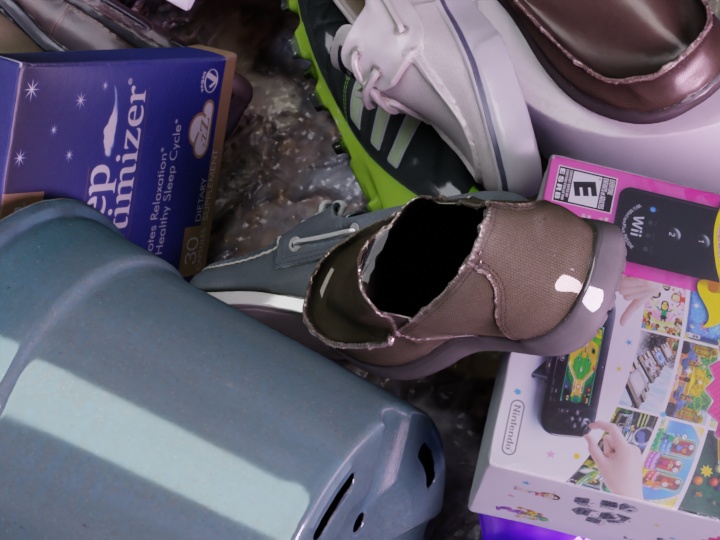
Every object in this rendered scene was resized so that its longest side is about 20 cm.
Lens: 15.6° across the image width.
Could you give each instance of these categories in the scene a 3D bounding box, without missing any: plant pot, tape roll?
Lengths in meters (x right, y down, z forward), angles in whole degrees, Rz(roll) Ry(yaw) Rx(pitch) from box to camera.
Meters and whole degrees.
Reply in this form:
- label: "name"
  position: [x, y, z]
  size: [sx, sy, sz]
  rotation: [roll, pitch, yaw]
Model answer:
- label: "plant pot"
  position: [-0.080, 0.095, 1.148]
  size: [0.195, 0.200, 0.201]
  rotation: [22, 70, 24]
- label: "tape roll"
  position: [0.157, -0.128, 1.247]
  size: [0.201, 0.071, 0.204]
  rotation: [-11, 56, 17]

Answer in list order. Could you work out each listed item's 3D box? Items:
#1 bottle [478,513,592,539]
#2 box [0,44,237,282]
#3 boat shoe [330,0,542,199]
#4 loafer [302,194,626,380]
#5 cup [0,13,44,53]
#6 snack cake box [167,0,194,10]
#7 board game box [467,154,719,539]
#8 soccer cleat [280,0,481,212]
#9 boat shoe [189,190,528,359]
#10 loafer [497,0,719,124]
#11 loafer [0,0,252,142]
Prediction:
- label: "bottle"
  position: [0.093, 0.091, 1.139]
  size: [0.083, 0.065, 0.201]
  rotation: [10, 64, 24]
- label: "box"
  position: [-0.133, -0.041, 1.221]
  size: [0.032, 0.200, 0.122]
  rotation: [17, 104, 32]
- label: "boat shoe"
  position: [0.022, -0.101, 1.224]
  size: [0.069, 0.071, 0.201]
  rotation: [-19, 54, -9]
- label: "loafer"
  position: [0.028, -0.004, 1.066]
  size: [0.200, 0.069, 0.076]
  rotation: [-12, 55, 59]
- label: "cup"
  position: [-0.219, -0.060, 1.296]
  size: [0.199, 0.144, 0.201]
  rotation: [-4, 48, 4]
- label: "snack cake box"
  position: [-0.119, -0.220, 1.336]
  size: [0.115, 0.067, 0.200]
  rotation: [-59, 32, 5]
- label: "board game box"
  position: [0.158, 0.048, 1.088]
  size: [0.199, 0.064, 0.148]
  rotation: [14, 64, 0]
- label: "soccer cleat"
  position: [0.022, -0.077, 1.284]
  size: [0.081, 0.068, 0.201]
  rotation: [-25, 59, 1]
- label: "boat shoe"
  position: [0.000, 0.000, 1.210]
  size: [0.199, 0.073, 0.062]
  rotation: [-5, 66, 42]
- label: "loafer"
  position: [0.090, -0.139, 1.194]
  size: [0.073, 0.071, 0.200]
  rotation: [-41, 52, -5]
- label: "loafer"
  position: [-0.137, -0.123, 1.373]
  size: [0.063, 0.072, 0.200]
  rotation: [-44, 65, -10]
